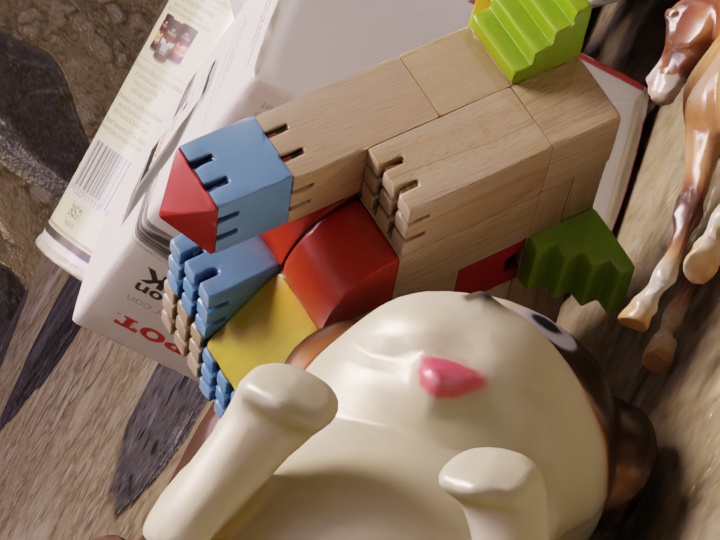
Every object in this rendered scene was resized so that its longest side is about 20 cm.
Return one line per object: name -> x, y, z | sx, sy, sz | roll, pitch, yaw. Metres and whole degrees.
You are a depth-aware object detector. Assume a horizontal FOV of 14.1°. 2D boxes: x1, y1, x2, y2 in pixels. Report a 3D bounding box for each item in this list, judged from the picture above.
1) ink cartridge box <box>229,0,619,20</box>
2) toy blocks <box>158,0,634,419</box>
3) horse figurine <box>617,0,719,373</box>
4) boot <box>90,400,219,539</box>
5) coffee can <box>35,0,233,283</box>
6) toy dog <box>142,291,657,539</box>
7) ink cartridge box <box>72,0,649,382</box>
ink cartridge box -> 0.011, -0.183, 1.099 | 0.173, 0.200, 0.044 | -10, 4, 41
toy blocks -> 0.000, 0.000, 0.922 | 0.137, 0.100, 0.200 | -24, -26, -20
horse figurine -> 0.118, -0.046, 0.836 | 0.200, 0.050, 0.133 | 134, 159, -75
boot -> -0.077, 0.109, 1.145 | 0.200, 0.064, 0.187 | 30, -102, -75
coffee can -> -0.055, -0.067, 1.480 | 0.200, 0.146, 0.146 | -61, 10, 4
toy dog -> 0.013, 0.097, 0.814 | 0.194, 0.139, 0.200 | 64, -137, -56
ink cartridge box -> -0.005, -0.022, 1.110 | 0.200, 0.147, 0.083 | -49, 19, 53
